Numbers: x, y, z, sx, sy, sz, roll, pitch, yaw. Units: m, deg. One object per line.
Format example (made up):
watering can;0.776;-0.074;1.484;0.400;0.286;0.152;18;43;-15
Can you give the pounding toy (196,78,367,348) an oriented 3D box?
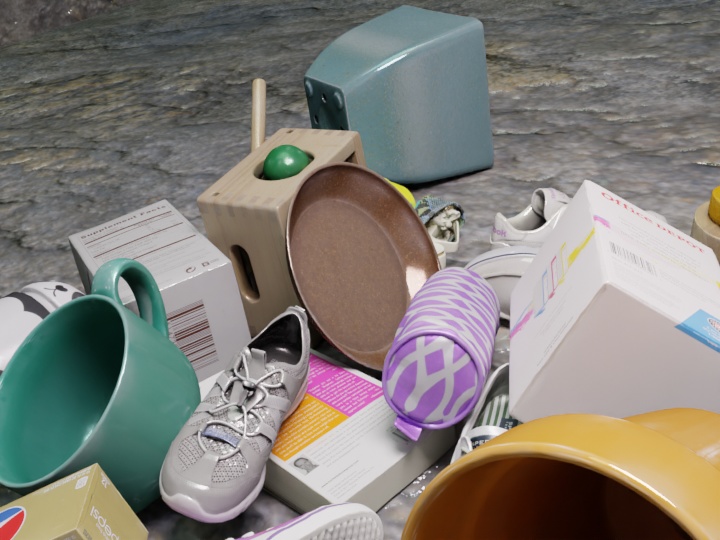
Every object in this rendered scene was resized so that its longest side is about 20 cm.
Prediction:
pounding toy;-0.078;-0.066;0.943;0.140;0.203;0.184;7;36;31

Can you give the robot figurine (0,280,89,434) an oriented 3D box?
robot figurine;-0.315;0.091;0.818;0.199;0.152;0.124;-36;7;-41

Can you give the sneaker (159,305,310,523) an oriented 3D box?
sneaker;-0.089;0.096;0.673;0.073;0.083;0.201;17;33;6

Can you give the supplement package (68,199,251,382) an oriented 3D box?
supplement package;-0.200;0.028;0.913;0.115;0.119;0.199;-23;29;-20

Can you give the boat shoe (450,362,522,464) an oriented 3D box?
boat shoe;0.089;0.141;0.653;0.072;0.068;0.201;-2;28;15

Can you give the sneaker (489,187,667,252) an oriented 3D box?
sneaker;0.221;-0.038;0.920;0.196;0.102;0.075;-14;25;-12

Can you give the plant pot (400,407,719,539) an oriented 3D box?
plant pot;0.148;0.159;0.483;0.197;0.205;0.182;13;19;37

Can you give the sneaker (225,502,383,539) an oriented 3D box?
sneaker;-0.088;0.195;0.608;0.197;0.074;0.114;-23;27;-24

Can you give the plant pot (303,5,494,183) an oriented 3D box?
plant pot;0.039;-0.221;1.226;0.197;0.200;0.195;-23;30;-24

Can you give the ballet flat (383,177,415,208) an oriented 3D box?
ballet flat;0.007;-0.087;1.127;0.066;0.068;0.199;6;5;-25

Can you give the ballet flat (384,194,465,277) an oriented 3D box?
ballet flat;0.069;-0.026;0.986;0.073;0.076;0.201;2;31;22

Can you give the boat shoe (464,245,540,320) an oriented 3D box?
boat shoe;0.180;0.028;0.844;0.196;0.072;0.070;9;28;19

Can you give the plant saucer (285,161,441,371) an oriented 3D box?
plant saucer;0.000;0.000;0.853;0.036;0.202;0.200;-27;10;41

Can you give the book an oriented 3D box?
book;-0.038;0.125;0.754;0.132;0.049;0.198;-29;35;-35

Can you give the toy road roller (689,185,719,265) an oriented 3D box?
toy road roller;0.393;-0.011;0.793;0.196;0.125;0.146;-19;39;-20

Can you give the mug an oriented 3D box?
mug;-0.189;0.101;0.720;0.151;0.114;0.186;30;80;45

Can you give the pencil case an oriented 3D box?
pencil case;0.068;0.059;0.754;0.083;0.086;0.200;37;18;3

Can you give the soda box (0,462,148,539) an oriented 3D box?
soda box;-0.239;0.203;0.585;0.197;0.069;0.064;-25;25;8

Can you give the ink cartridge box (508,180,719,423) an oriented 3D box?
ink cartridge box;0.197;0.037;0.705;0.127;0.126;0.201;28;28;-5
